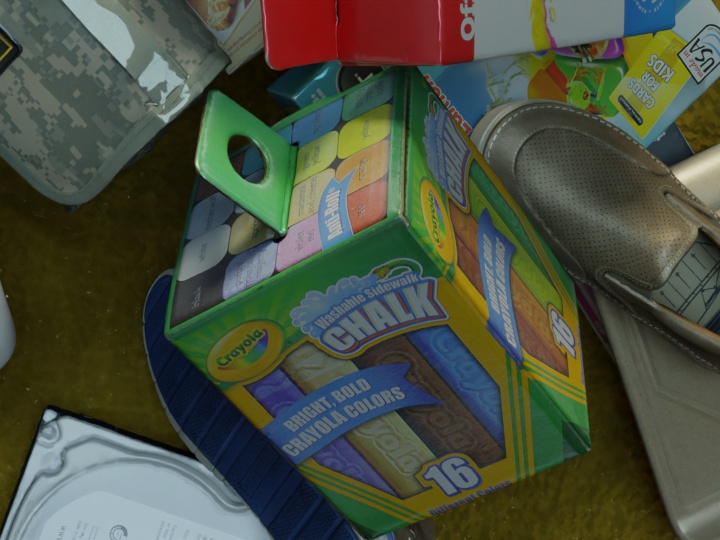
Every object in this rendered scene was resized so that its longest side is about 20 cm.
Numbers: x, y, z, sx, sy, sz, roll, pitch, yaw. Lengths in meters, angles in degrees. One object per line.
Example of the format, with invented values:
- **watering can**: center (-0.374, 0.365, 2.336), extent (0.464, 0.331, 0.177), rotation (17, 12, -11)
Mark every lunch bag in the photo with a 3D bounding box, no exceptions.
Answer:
- **lunch bag**: center (-0.150, -0.120, 0.739), extent (0.118, 0.200, 0.164), rotation (-43, 97, -8)

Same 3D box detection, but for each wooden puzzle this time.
- **wooden puzzle**: center (0.220, 0.026, 0.859), extent (0.185, 0.037, 0.201), rotation (-24, 102, -11)

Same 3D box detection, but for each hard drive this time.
- **hard drive**: center (-0.093, 0.167, 0.827), extent (0.199, 0.038, 0.140), rotation (21, 86, -10)

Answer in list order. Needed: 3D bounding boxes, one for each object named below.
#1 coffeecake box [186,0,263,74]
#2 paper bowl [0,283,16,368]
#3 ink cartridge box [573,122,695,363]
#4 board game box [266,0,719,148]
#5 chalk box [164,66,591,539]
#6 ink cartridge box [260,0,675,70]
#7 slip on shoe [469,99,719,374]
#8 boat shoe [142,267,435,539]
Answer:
- **coffeecake box**: center (-0.060, -0.224, 0.789), extent (0.153, 0.073, 0.200), rotation (-41, 97, -38)
- **paper bowl**: center (-0.224, -0.010, 0.723), extent (0.104, 0.201, 0.201), rotation (-18, 92, -12)
- **ink cartridge box**: center (0.134, -0.051, 0.873), extent (0.095, 0.037, 0.200), rotation (-33, 93, -9)
- **board game box**: center (0.077, -0.102, 0.804), extent (0.200, 0.047, 0.151), rotation (-44, 112, -6)
- **chalk box**: center (0.000, 0.000, 0.707), extent (0.124, 0.125, 0.200), rotation (-25, 125, 23)
- **ink cartridge box**: center (0.050, -0.151, 0.684), extent (0.200, 0.067, 0.117), rotation (-16, 108, -41)
- **slip on shoe**: center (0.140, -0.013, 0.781), extent (0.200, 0.061, 0.076), rotation (41, 85, -16)
- **boat shoe**: center (-0.038, 0.079, 0.814), extent (0.072, 0.072, 0.200), rotation (-15, 63, -48)
